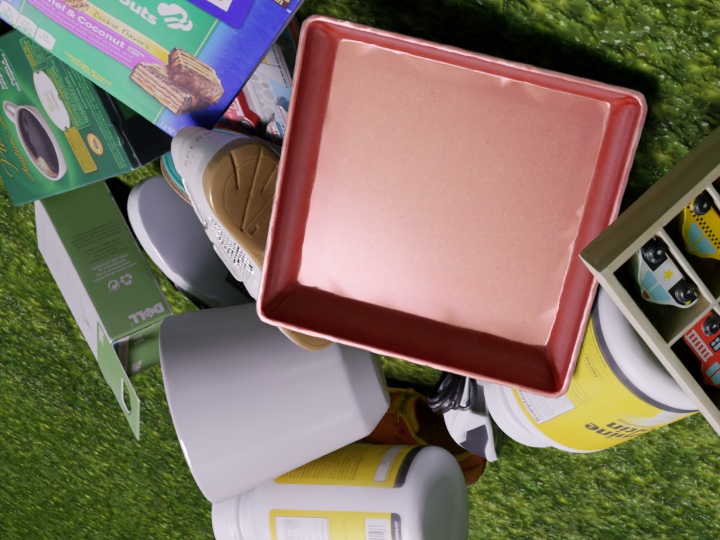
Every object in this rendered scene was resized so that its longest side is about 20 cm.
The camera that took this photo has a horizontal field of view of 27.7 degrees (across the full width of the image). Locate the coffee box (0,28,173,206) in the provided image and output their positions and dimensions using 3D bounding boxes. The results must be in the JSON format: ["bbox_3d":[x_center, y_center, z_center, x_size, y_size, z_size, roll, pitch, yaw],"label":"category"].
[{"bbox_3d":[-0.219,-0.119,1.047,0.199,0.044,0.124,-10,109,54],"label":"coffee box"}]

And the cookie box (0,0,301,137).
[{"bbox_3d":[-0.116,-0.183,0.838,0.171,0.075,0.200,34,147,-8],"label":"cookie box"}]

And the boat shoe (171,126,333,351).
[{"bbox_3d":[-0.059,-0.025,0.934,0.069,0.071,0.200,34,162,39],"label":"boat shoe"}]

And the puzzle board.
[{"bbox_3d":[-0.088,-0.120,0.999,0.150,0.017,0.200,17,151,25],"label":"puzzle board"}]

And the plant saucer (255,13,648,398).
[{"bbox_3d":[0.049,-0.040,0.862,0.198,0.037,0.201,14,118,6],"label":"plant saucer"}]

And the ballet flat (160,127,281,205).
[{"bbox_3d":[-0.042,-0.047,1.009,0.199,0.068,0.072,14,169,19],"label":"ballet flat"}]

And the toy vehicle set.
[{"bbox_3d":[0.222,0.018,0.816,0.200,0.124,0.027,47,-179,-31],"label":"toy vehicle set"}]

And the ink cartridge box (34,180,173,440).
[{"bbox_3d":[-0.202,0.028,1.208,0.201,0.059,0.104,60,159,17],"label":"ink cartridge box"}]

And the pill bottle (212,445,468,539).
[{"bbox_3d":[-0.019,0.202,1.217,0.199,0.113,0.112,-3,141,28],"label":"pill bottle"}]

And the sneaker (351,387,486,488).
[{"bbox_3d":[0.020,0.122,1.269,0.199,0.073,0.077,19,135,7],"label":"sneaker"}]

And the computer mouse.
[{"bbox_3d":[0.080,0.089,1.101,0.044,0.110,0.200,3,152,12],"label":"computer mouse"}]

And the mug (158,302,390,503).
[{"bbox_3d":[-0.061,0.081,1.148,0.152,0.187,0.150,-17,107,4],"label":"mug"}]

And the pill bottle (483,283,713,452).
[{"bbox_3d":[0.159,0.055,0.948,0.112,0.112,0.200,34,153,-8],"label":"pill bottle"}]

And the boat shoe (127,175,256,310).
[{"bbox_3d":[-0.129,-0.004,1.189,0.066,0.070,0.200,-2,147,43],"label":"boat shoe"}]
